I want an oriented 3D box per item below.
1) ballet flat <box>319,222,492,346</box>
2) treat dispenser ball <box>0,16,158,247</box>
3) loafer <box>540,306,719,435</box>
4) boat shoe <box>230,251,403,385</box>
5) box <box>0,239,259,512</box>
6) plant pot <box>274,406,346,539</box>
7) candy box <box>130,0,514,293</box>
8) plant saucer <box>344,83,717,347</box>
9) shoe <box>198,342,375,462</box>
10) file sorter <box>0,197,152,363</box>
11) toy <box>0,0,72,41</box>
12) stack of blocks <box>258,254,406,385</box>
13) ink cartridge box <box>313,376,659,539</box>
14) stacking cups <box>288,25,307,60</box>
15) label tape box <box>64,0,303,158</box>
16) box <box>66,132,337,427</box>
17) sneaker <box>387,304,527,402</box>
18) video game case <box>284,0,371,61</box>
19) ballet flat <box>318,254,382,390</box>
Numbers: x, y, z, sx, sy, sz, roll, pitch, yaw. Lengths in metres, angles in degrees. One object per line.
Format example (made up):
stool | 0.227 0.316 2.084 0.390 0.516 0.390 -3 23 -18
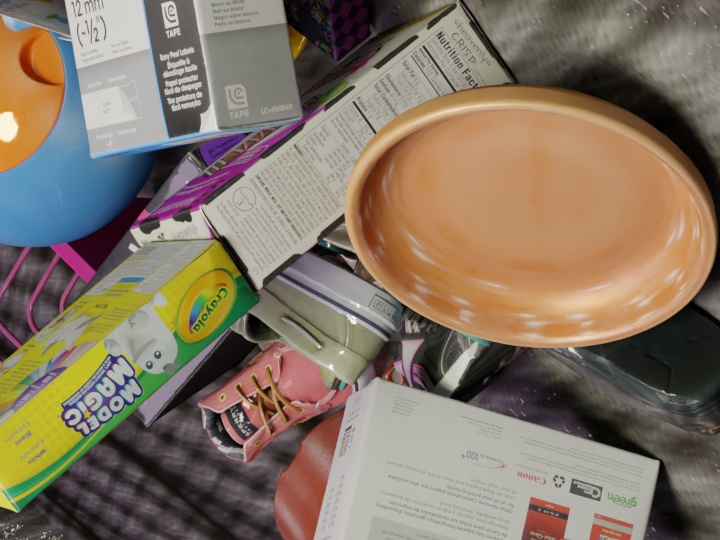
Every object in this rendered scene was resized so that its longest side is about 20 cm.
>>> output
ballet flat | 0.011 -0.026 1.356 0.199 0.070 0.070 29 157 10
treat dispenser ball | -0.249 -0.119 1.682 0.201 0.201 0.201 43 160 20
loafer | 0.135 0.034 1.291 0.200 0.073 0.072 39 163 34
boat shoe | -0.060 0.013 1.383 0.199 0.062 0.072 22 166 44
box | -0.157 0.062 1.184 0.049 0.200 0.117 56 160 -14
plant pot | 0.044 0.207 1.658 0.195 0.200 0.202 44 162 44
candy box | -0.024 -0.066 1.264 0.061 0.200 0.136 55 159 -10
plant saucer | 0.091 -0.032 1.177 0.198 0.038 0.201 7 141 6
shoe | -0.057 0.091 1.614 0.072 0.091 0.200 51 161 -2
file sorter | -0.216 0.027 1.842 0.139 0.126 0.200 42 -161 23
toy | -0.163 -0.145 1.470 0.199 0.115 0.048 23 112 11
stack of blocks | -0.025 0.031 1.664 0.200 0.058 0.116 26 150 51
ink cartridge box | 0.073 0.184 1.420 0.198 0.177 0.084 17 164 -10
stacking cups | -0.116 -0.208 1.442 0.200 0.060 0.061 46 161 22
label tape box | -0.110 -0.171 1.230 0.143 0.066 0.202 -5 97 55
box | -0.102 -0.003 1.555 0.106 0.122 0.200 48 128 7
sneaker | 0.052 0.046 1.489 0.087 0.080 0.200 52 160 6
video game case | -0.069 -0.241 1.299 0.181 0.036 0.201 42 159 26
ballet flat | 0.000 0.000 1.455 0.071 0.071 0.200 45 137 15
